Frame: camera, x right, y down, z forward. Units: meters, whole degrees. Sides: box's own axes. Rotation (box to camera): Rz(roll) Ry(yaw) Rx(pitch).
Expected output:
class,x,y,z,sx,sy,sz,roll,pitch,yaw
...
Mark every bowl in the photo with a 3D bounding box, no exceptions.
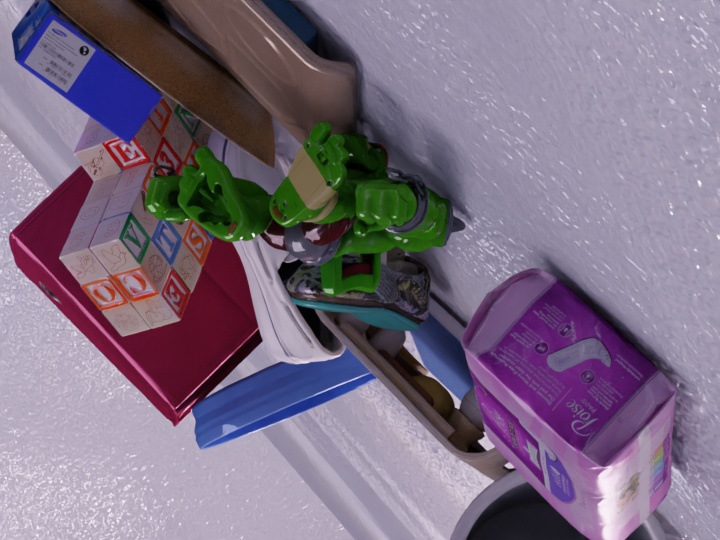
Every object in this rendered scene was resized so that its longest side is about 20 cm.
class,x,y,z,sx,sy,sz,roll,pitch,yaw
bowl,-0.056,0.101,1.736,0.201,0.199,0.040,120,128,-80

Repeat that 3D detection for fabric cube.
class,x,y,z,sx,sy,sz,roll,pitch,yaw
fabric cube,-0.160,-0.009,1.700,0.199,0.200,0.196,46,170,2

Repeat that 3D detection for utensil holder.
class,x,y,z,sx,sy,sz,roll,pitch,yaw
utensil holder,0.141,0.240,1.495,0.170,0.170,0.200,45,172,8

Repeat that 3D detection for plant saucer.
class,x,y,z,sx,sy,sz,roll,pitch,yaw
plant saucer,-0.130,-0.146,1.388,0.200,0.036,0.200,37,-177,-2

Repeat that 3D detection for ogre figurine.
class,x,y,z,sx,sy,sz,roll,pitch,yaw
ogre figurine,-0.027,-0.037,1.208,0.119,0.199,0.099,13,-118,-51

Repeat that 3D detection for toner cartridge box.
class,x,y,z,sx,sy,sz,roll,pitch,yaw
toner cartridge box,-0.194,-0.145,1.386,0.095,0.043,0.200,38,-177,-16

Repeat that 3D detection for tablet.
class,x,y,z,sx,sy,sz,roll,pitch,yaw
tablet,0.079,0.074,1.547,0.130,0.014,0.200,43,169,26

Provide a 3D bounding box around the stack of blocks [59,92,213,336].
class,x,y,z,sx,sy,sz,roll,pitch,yaw
stack of blocks,-0.161,-0.065,1.504,0.058,0.201,0.115,-15,128,29

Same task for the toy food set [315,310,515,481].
class,x,y,z,sx,sy,sz,roll,pitch,yaw
toy food set,0.056,0.078,1.494,0.200,0.060,0.143,46,-178,20

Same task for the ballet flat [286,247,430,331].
class,x,y,z,sx,sy,sz,roll,pitch,yaw
ballet flat,0.000,0.000,1.345,0.072,0.072,0.200,43,-172,17

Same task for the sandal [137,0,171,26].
class,x,y,z,sx,sy,sz,roll,pitch,yaw
sandal,-0.225,-0.235,1.520,0.200,0.045,0.075,43,170,23

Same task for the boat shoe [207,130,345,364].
class,x,y,z,sx,sy,sz,roll,pitch,yaw
boat shoe,-0.057,-0.024,1.528,0.065,0.073,0.202,-2,115,45

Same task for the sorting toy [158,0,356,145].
class,x,y,z,sx,sy,sz,roll,pitch,yaw
sorting toy,-0.078,-0.159,1.230,0.200,0.037,0.185,41,170,9

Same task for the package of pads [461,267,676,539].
class,x,y,z,sx,sy,sz,roll,pitch,yaw
package of pads,0.127,0.086,1.188,0.120,0.076,0.200,42,170,21
